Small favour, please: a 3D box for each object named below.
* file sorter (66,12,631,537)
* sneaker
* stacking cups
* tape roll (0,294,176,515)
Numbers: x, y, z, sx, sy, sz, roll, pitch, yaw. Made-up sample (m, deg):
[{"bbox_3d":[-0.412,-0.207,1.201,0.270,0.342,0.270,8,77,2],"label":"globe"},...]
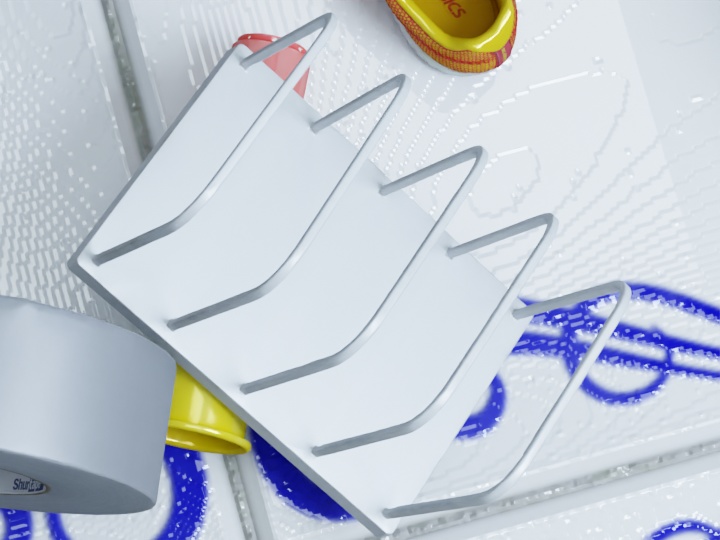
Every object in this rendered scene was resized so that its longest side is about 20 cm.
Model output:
[{"bbox_3d":[0.000,0.000,1.137,0.200,0.124,0.139,42,64,-14],"label":"file sorter"},{"bbox_3d":[0.005,-0.180,1.233,0.200,0.077,0.073,41,81,4],"label":"sneaker"},{"bbox_3d":[-0.066,-0.016,1.206,0.060,0.061,0.201,10,78,-4],"label":"stacking cups"},{"bbox_3d":[-0.183,0.057,1.108,0.199,0.200,0.067,9,76,-4],"label":"tape roll"}]
